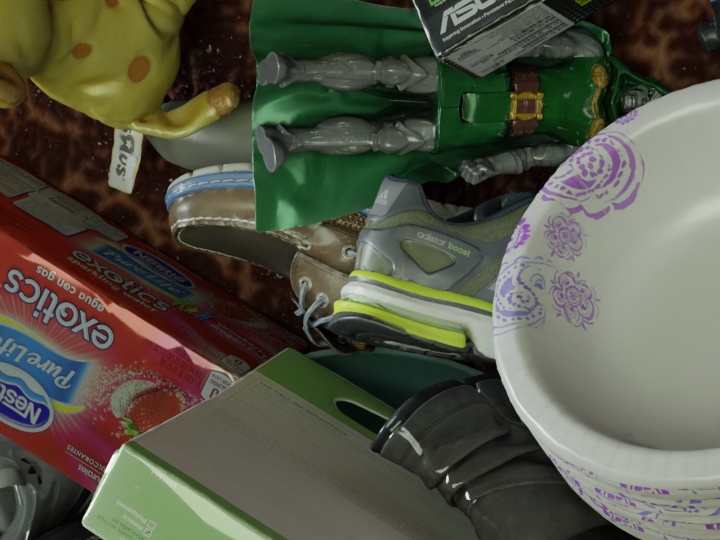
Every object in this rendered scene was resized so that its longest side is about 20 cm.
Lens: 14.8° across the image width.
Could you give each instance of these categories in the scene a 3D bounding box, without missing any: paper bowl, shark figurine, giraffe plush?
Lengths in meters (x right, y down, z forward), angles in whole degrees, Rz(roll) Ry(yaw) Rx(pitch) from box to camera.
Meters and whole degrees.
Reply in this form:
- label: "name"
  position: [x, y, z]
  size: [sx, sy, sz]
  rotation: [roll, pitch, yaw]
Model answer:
- label: "paper bowl"
  position: [0.164, 0.026, 1.166]
  size: [0.200, 0.104, 0.201]
  rotation: [-13, 53, 19]
- label: "shark figurine"
  position: [-0.006, -0.094, 1.324]
  size: [0.128, 0.089, 0.214]
  rotation: [47, 112, 5]
- label: "giraffe plush"
  position: [-0.163, -0.134, 1.305]
  size: [0.172, 0.162, 0.200]
  rotation: [-2, 91, 39]

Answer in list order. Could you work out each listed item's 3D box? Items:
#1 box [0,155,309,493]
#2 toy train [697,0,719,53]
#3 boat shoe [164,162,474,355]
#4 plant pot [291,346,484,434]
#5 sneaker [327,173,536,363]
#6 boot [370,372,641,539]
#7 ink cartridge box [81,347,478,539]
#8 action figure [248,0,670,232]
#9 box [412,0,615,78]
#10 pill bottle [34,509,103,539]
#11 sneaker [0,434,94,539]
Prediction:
- label: "box"
  position: [-0.141, 0.034, 1.383]
  size: [0.200, 0.100, 0.096]
  rotation: [31, 108, 11]
- label: "toy train"
  position: [0.190, -0.176, 1.245]
  size: [0.114, 0.087, 0.200]
  rotation: [-15, 94, 28]
- label: "boat shoe"
  position: [0.000, 0.000, 1.318]
  size: [0.200, 0.072, 0.072]
  rotation: [10, 71, 6]
- label: "plant pot"
  position: [0.010, 0.153, 1.317]
  size: [0.200, 0.200, 0.134]
  rotation: [31, 131, 12]
- label: "sneaker"
  position: [0.086, 0.007, 1.263]
  size: [0.200, 0.074, 0.081]
  rotation: [11, 86, -26]
- label: "boot"
  position: [0.103, 0.097, 1.245]
  size: [0.070, 0.200, 0.132]
  rotation: [-52, 59, 18]
- label: "ink cartridge box"
  position: [-0.016, 0.106, 1.221]
  size: [0.145, 0.200, 0.048]
  rotation: [31, 107, 11]
- label: "action figure"
  position: [0.050, -0.078, 1.281]
  size: [0.200, 0.055, 0.118]
  rotation: [-4, 108, -18]
- label: "box"
  position: [0.089, -0.214, 1.211]
  size: [0.200, 0.048, 0.193]
  rotation: [-30, 67, 20]
- label: "pill bottle"
  position: [-0.132, 0.176, 1.351]
  size: [0.106, 0.200, 0.106]
  rotation: [4, 102, 19]
- label: "sneaker"
  position: [-0.224, 0.144, 1.422]
  size: [0.200, 0.115, 0.075]
  rotation: [-38, 85, 21]
